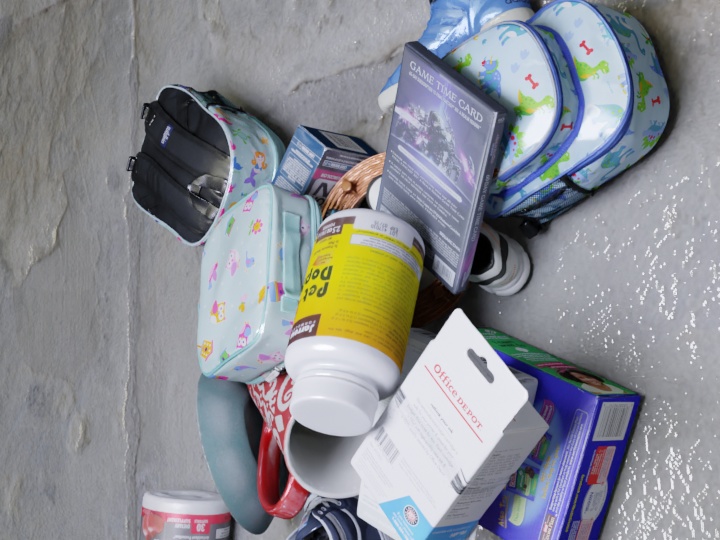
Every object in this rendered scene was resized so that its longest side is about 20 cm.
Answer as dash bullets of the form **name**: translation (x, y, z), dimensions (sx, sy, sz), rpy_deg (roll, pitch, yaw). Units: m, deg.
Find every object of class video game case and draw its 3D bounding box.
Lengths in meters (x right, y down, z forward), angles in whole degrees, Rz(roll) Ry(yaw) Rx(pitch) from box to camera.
- **video game case**: translation (0.072, -0.097, 1.199), dimensions (0.143, 0.019, 0.200), rpy_deg (45, 137, 40)

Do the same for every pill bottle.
- **pill bottle**: translation (-0.007, 0.049, 1.181), dimensions (0.109, 0.109, 0.200), rpy_deg (-20, 46, 42)
- **pill bottle**: translation (-0.221, 0.376, 1.549), dimensions (0.111, 0.111, 0.200), rpy_deg (1, 85, 46)

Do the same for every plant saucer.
- **plant saucer**: translation (-0.126, 0.200, 1.440), dimensions (0.039, 0.201, 0.201), rpy_deg (-18, 69, 13)

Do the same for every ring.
- **ring**: translation (0.037, -0.034, 1.359), dimensions (0.200, 0.019, 0.201), rpy_deg (-4, 80, 25)

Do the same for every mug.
- **mug**: translation (-0.065, 0.154, 1.357), dimensions (0.177, 0.134, 0.200), rpy_deg (-34, 25, -8)

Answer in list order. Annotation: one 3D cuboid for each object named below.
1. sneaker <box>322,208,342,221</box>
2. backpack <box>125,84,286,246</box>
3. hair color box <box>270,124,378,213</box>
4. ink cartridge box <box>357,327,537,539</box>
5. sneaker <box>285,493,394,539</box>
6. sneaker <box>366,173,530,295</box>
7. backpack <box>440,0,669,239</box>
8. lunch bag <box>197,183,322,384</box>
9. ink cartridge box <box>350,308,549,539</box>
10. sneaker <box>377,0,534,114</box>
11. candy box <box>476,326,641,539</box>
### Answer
- **sneaker**: translation (0.005, 0.021, 1.324), dimensions (0.079, 0.095, 0.200), rpy_deg (116, 148, -50)
- **backpack**: translation (-0.179, -0.119, 1.544), dimensions (0.200, 0.150, 0.178), rpy_deg (40, 115, 49)
- **hair color box**: translation (-0.062, -0.061, 1.454), dimensions (0.061, 0.100, 0.200), rpy_deg (43, 115, 38)
- **ink cartridge box**: translation (0.080, 0.173, 1.214), dimensions (0.160, 0.047, 0.200), rpy_deg (22, 105, 45)
- **sneaker**: translation (-0.047, 0.251, 1.388), dimensions (0.070, 0.108, 0.200), rpy_deg (-54, 52, 27)
- **sneaker**: translation (0.082, -0.048, 1.288), dimensions (0.200, 0.080, 0.074), rpy_deg (33, 98, 27)
- **backpack**: translation (0.177, -0.156, 1.191), dimensions (0.200, 0.147, 0.183), rpy_deg (-31, 66, 35)
- **lunch bag**: translation (-0.104, 0.018, 1.330), dimensions (0.160, 0.077, 0.200), rpy_deg (-31, 50, 46)
- **ink cartridge box**: translation (0.087, 0.142, 1.124), dimensions (0.116, 0.068, 0.200), rpy_deg (53, 124, 33)
- **sneaker**: translation (0.089, -0.254, 1.340), dimensions (0.200, 0.077, 0.111), rpy_deg (-31, 69, 34)
- **candy box**: translation (0.152, 0.164, 1.222), dimensions (0.200, 0.077, 0.169), rpy_deg (24, 103, 44)
